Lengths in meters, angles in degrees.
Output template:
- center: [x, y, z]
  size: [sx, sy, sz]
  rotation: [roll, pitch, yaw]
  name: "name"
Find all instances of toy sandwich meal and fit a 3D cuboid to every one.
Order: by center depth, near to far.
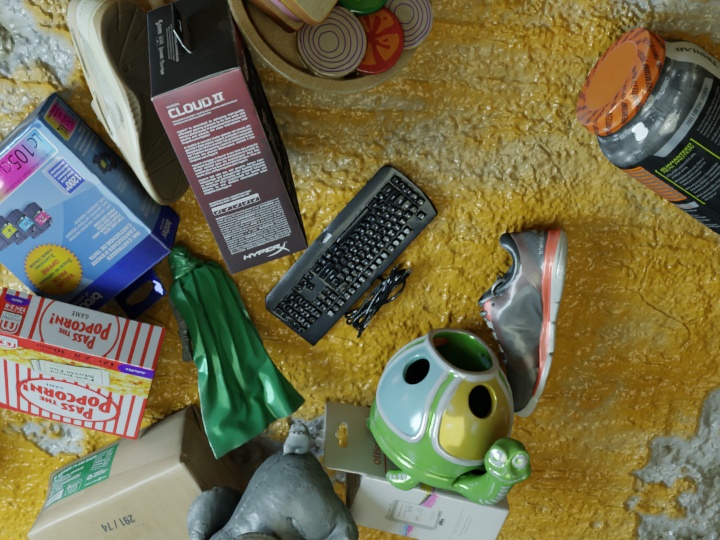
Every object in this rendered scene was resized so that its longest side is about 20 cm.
- center: [-0.021, -0.243, 0.825]
  size: [0.202, 0.070, 0.208]
  rotation: [0, 89, -23]
  name: "toy sandwich meal"

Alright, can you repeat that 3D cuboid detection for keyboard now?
- center: [0.000, 0.000, 1.019]
  size: [0.104, 0.040, 0.200]
  rotation: [35, 113, -18]
  name: "keyboard"

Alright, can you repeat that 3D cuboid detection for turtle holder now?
- center: [0.084, 0.142, 1.013]
  size: [0.139, 0.186, 0.133]
  rotation: [13, 119, -7]
  name: "turtle holder"

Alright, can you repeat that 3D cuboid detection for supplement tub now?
- center: [0.296, -0.119, 0.916]
  size: [0.199, 0.123, 0.123]
  rotation: [30, 114, -17]
  name: "supplement tub"

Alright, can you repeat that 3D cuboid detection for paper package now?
- center: [-0.219, 0.274, 1.124]
  size: [0.198, 0.104, 0.192]
  rotation: [-26, 115, 13]
  name: "paper package"

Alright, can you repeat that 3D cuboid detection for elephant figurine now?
- center: [-0.109, 0.276, 1.011]
  size: [0.199, 0.142, 0.156]
  rotation: [-29, 78, -21]
  name: "elephant figurine"

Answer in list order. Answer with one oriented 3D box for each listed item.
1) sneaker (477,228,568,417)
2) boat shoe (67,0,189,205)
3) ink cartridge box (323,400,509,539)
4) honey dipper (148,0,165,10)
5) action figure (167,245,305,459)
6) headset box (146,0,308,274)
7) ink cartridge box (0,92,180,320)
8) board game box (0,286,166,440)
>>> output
- center: [0.157, 0.049, 1.040]
  size: [0.081, 0.077, 0.203]
  rotation: [8, 110, 9]
  name: "sneaker"
- center: [-0.203, -0.150, 0.922]
  size: [0.064, 0.072, 0.202]
  rotation: [18, 140, 35]
  name: "boat shoe"
- center: [0.048, 0.215, 1.092]
  size: [0.197, 0.117, 0.068]
  rotation: [16, 117, -9]
  name: "ink cartridge box"
- center: [-0.177, -0.231, 0.894]
  size: [0.037, 0.038, 0.202]
  rotation: [-16, 121, 7]
  name: "honey dipper"
- center: [-0.141, 0.067, 1.026]
  size: [0.054, 0.118, 0.202]
  rotation: [-12, 104, 49]
  name: "action figure"
- center: [-0.113, -0.125, 0.862]
  size: [0.076, 0.150, 0.201]
  rotation: [-19, 131, 2]
  name: "headset box"
- center: [-0.264, -0.043, 0.969]
  size: [0.136, 0.077, 0.200]
  rotation: [-36, 115, 17]
  name: "ink cartridge box"
- center: [-0.275, 0.095, 1.003]
  size: [0.149, 0.047, 0.200]
  rotation: [15, 150, -9]
  name: "board game box"
